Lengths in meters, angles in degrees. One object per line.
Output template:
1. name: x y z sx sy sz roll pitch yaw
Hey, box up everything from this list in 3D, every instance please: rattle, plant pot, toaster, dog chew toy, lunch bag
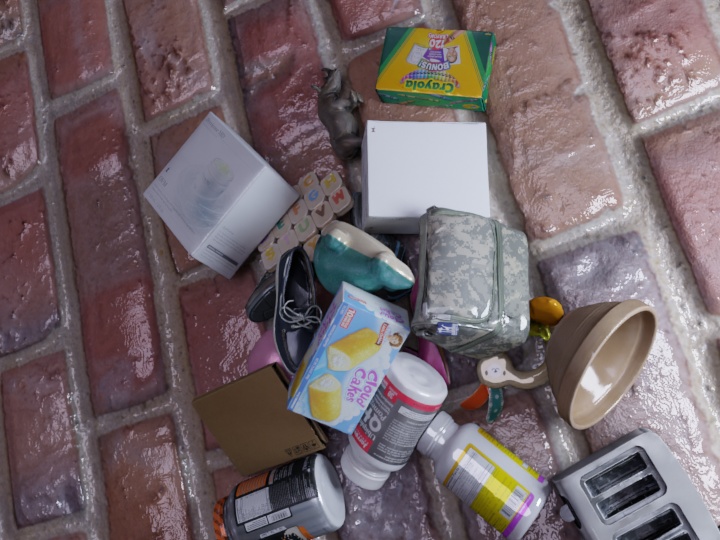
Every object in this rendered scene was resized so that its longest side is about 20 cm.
1. rattle: 0.233 0.144 1.069 0.199 0.143 0.131 -42 95 -3
2. plant pot: 0.335 0.119 1.020 0.092 0.200 0.203 38 91 40
3. toaster: 0.392 0.337 0.988 0.197 0.119 0.184 -31 73 9
4. dog chew toy: -0.093 0.185 1.174 0.198 0.124 0.126 36 91 12
5. lunch bag: 0.153 0.019 1.049 0.139 0.164 0.205 -31 47 54

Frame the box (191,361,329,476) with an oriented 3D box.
1. box: -0.169 0.250 1.159 0.197 0.021 0.166 -26 103 31

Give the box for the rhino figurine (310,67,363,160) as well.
1. rhino figurine: -0.037 -0.291 1.277 0.086 0.059 0.204 -31 68 20

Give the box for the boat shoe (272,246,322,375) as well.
1. boat shoe: -0.098 0.064 1.121 0.073 0.062 0.206 5 74 -19

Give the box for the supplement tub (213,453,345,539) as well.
1. supplement tub: -0.133 0.388 1.141 0.196 0.122 0.125 -23 73 12

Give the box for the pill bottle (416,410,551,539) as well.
1. pill bottle: 0.183 0.306 1.066 0.198 0.104 0.105 37 91 19

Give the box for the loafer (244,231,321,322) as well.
1. loafer: -0.131 0.009 1.253 0.199 0.072 0.063 -41 51 -1

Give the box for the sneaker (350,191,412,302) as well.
1. sneaker: 0.033 -0.042 1.211 0.080 0.073 0.205 -14 79 -5

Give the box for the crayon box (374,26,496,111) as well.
1. crayon box: 0.133 -0.356 1.238 0.195 0.058 0.122 9 82 19

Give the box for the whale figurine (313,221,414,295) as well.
1. whale figurine: 0.000 0.000 1.072 0.105 0.158 0.199 -58 31 -4

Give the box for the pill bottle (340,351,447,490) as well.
1. pill bottle: 0.046 0.240 1.102 0.110 0.110 0.203 35 111 20

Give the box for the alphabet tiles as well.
1. alphabet tiles: -0.101 -0.087 1.235 0.198 0.015 0.198 -38 45 12

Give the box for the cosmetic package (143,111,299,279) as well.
1. cosmetic package: -0.252 -0.136 1.262 0.201 0.123 0.199 -48 57 2

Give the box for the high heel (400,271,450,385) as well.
1. high heel: 0.125 0.082 1.144 0.094 0.067 0.206 15 89 29

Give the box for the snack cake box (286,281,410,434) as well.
1. snack cake box: -0.020 0.133 1.053 0.113 0.068 0.203 23 111 -12

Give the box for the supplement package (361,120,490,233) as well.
1. supplement package: 0.102 -0.148 1.146 0.194 0.111 0.161 0 78 -4
